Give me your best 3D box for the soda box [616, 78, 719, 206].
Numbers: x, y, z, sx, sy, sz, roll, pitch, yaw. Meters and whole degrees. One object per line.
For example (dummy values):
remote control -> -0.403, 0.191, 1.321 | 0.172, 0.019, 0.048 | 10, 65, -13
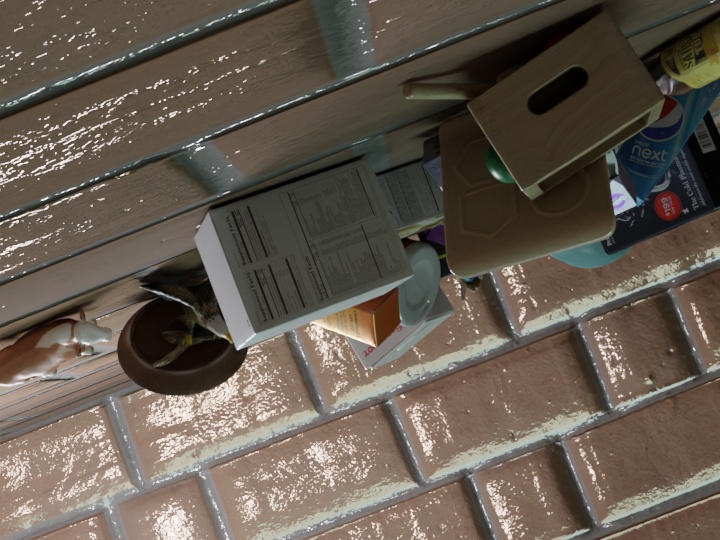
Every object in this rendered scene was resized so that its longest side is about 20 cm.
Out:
soda box -> 0.384, -0.182, 1.636 | 0.200, 0.064, 0.068 | -56, 173, 1

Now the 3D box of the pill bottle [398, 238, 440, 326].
pill bottle -> 0.000, 0.000, 1.826 | 0.199, 0.120, 0.119 | 14, -164, 32

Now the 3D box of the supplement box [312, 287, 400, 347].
supplement box -> -0.046, 0.034, 1.750 | 0.200, 0.067, 0.069 | 20, -135, 30

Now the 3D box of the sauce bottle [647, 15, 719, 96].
sauce bottle -> 0.391, -0.245, 1.533 | 0.066, 0.066, 0.200 | -17, 172, -41

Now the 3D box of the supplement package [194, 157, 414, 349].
supplement package -> -0.070, -0.018, 1.527 | 0.199, 0.151, 0.152 | -20, 175, -16

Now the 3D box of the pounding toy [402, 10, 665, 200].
pounding toy -> 0.172, -0.162, 1.268 | 0.200, 0.142, 0.184 | -33, 174, 9

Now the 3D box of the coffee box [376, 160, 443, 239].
coffee box -> 0.061, -0.090, 1.718 | 0.199, 0.080, 0.114 | -20, 175, -14

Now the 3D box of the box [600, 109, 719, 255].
box -> 0.395, -0.149, 1.789 | 0.182, 0.201, 0.104 | -27, 174, 42

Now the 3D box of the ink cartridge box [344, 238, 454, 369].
ink cartridge box -> 0.025, 0.025, 1.942 | 0.084, 0.200, 0.146 | -15, 159, -51

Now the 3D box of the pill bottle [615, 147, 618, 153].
pill bottle -> 0.247, -0.151, 1.660 | 0.113, 0.113, 0.200 | -25, 174, 39

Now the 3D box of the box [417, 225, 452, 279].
box -> 0.172, -0.088, 1.834 | 0.199, 0.143, 0.036 | -22, -178, 4

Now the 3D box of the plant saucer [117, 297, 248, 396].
plant saucer -> -0.268, 0.101, 1.960 | 0.200, 0.200, 0.035 | -20, 140, -18

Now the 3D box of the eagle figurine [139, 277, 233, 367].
eagle figurine -> -0.225, 0.042, 1.855 | 0.200, 0.150, 0.152 | 96, 14, -52

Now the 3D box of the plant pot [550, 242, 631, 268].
plant pot -> 0.326, -0.111, 2.027 | 0.200, 0.201, 0.161 | -24, 162, 31

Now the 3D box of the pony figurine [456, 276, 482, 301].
pony figurine -> 0.156, -0.064, 1.944 | 0.166, 0.194, 0.200 | 20, -173, -25

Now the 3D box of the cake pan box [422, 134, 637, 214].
cake pan box -> 0.202, -0.115, 1.523 | 0.200, 0.184, 0.052 | -24, -145, 23

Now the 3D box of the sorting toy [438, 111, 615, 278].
sorting toy -> 0.176, -0.098, 1.399 | 0.185, 0.201, 0.036 | -16, 147, 21

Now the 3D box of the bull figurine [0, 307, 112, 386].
bull figurine -> -0.434, 0.109, 1.842 | 0.199, 0.065, 0.121 | -22, 172, 11
